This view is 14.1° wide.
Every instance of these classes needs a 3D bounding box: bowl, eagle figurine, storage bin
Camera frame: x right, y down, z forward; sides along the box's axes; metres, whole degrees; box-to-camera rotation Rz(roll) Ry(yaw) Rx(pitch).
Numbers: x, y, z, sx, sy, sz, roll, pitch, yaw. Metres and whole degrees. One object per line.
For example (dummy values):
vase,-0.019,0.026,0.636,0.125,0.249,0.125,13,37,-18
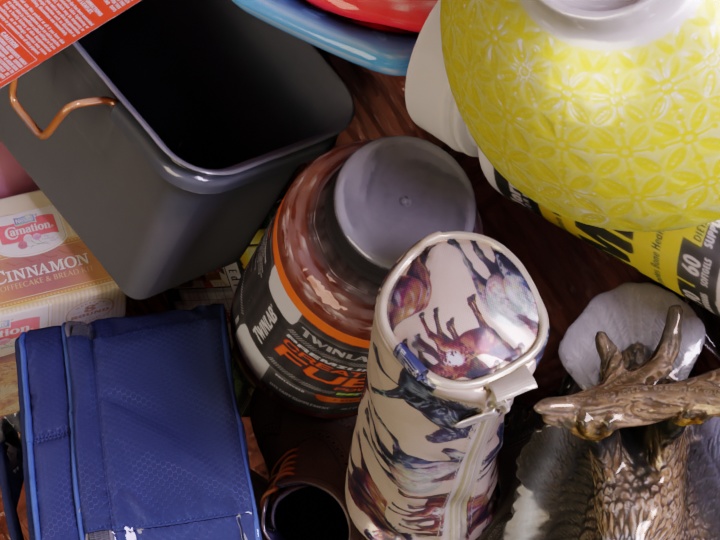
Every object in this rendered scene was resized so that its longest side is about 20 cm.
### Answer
bowl,0.119,-0.127,1.261,0.200,0.108,0.200,-6,71,18
eagle figurine,0.134,0.123,1.375,0.152,0.151,0.200,35,150,37
storage bin,-0.124,-0.085,1.533,0.200,0.146,0.134,49,138,22

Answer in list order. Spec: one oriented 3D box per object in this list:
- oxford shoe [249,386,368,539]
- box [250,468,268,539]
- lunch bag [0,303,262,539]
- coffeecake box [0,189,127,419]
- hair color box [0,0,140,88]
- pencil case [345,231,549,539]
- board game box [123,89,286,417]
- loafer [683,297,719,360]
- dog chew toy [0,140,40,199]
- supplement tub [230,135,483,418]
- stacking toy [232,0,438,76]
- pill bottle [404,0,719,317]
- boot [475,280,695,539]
oxford shoe,-0.021,0.110,1.532,0.071,0.073,0.200,-60,37,18
box,-0.050,0.243,1.646,0.200,0.131,0.199,32,147,24
lunch bag,-0.124,0.113,1.536,0.136,0.132,0.200,86,174,-49
coffeecake box,-0.217,0.041,1.642,0.200,0.153,0.073,104,149,-61
hair color box,-0.154,-0.175,1.437,0.111,0.200,0.064,64,-172,32
pencil case,0.039,0.068,1.388,0.200,0.078,0.089,99,158,-59
board game box,-0.075,-0.011,1.634,0.105,0.023,0.200,-5,110,40
loafer,0.228,0.057,1.371,0.200,0.071,0.073,37,133,19
dog chew toy,-0.232,-0.047,1.687,0.125,0.125,0.200,47,144,10
supplement tub,0.000,0.000,1.470,0.107,0.107,0.200,50,158,7
stacking toy,0.024,-0.202,1.398,0.110,0.116,0.200,25,114,20
pill bottle,0.127,-0.066,1.360,0.200,0.114,0.114,30,130,26
boot,0.076,0.077,1.509,0.174,0.069,0.200,30,102,51
